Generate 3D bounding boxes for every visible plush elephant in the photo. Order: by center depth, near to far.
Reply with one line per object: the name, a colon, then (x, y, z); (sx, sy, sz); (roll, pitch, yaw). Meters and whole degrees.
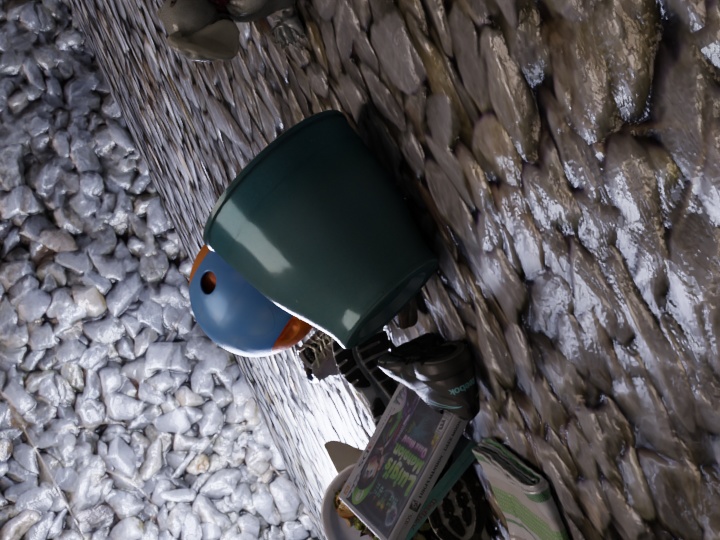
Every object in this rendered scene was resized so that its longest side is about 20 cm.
plush elephant: (-0.154, -0.304, 1.308); (0.165, 0.154, 0.201); (44, 156, 57)

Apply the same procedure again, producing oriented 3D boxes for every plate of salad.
plate of salad: (0.042, 0.343, 1.668); (0.048, 0.199, 0.201); (-69, -39, -66)

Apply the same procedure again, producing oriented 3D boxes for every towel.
towel: (0.188, 0.289, 1.333); (0.201, 0.031, 0.149); (69, 167, -18)

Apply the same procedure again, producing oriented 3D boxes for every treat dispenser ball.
treat dispenser ball: (-0.151, 0.025, 1.803); (0.201, 0.200, 0.201); (59, 166, 25)

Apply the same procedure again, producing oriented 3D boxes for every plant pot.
plant pot: (-0.027, -0.030, 1.279); (0.188, 0.200, 0.200); (46, 163, 12)

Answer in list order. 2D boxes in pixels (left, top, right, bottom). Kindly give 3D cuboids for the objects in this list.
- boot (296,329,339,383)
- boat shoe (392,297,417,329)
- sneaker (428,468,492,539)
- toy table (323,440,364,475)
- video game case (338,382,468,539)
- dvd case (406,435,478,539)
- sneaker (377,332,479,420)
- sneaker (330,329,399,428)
boot: (-0.041, 0.107, 1.754); (0.074, 0.095, 0.200); (59, 166, 23)
boat shoe: (0.000, 0.000, 1.444); (0.200, 0.073, 0.075); (55, 164, 38)
sneaker: (0.123, 0.317, 1.563); (0.089, 0.077, 0.201); (-127, 17, -70)
toy table: (0.038, 0.310, 1.775); (0.200, 0.117, 0.184); (57, 165, 36)
video game case: (0.050, 0.222, 1.475); (0.023, 0.182, 0.200); (29, 177, -18)
dvd case: (0.063, 0.249, 1.518); (0.022, 0.146, 0.200); (42, 174, -14)
sneaker: (0.076, 0.121, 1.368); (0.080, 0.075, 0.200); (64, 168, -9)
sneaker: (0.011, 0.137, 1.655); (0.090, 0.078, 0.201); (-161, 49, -82)
